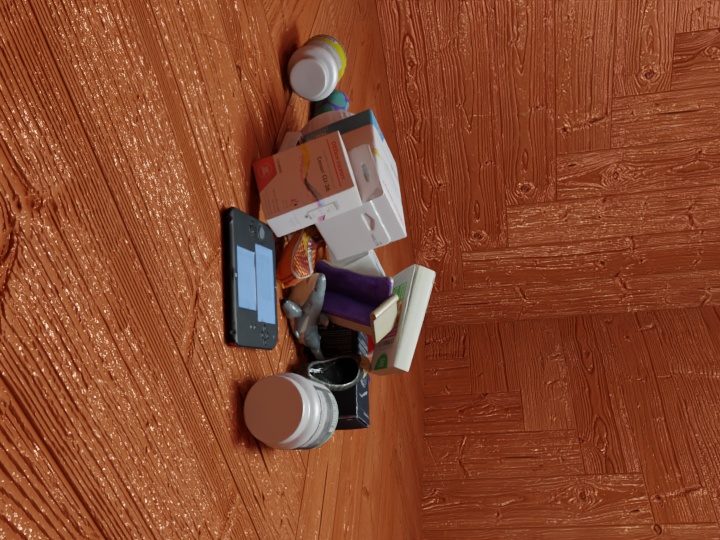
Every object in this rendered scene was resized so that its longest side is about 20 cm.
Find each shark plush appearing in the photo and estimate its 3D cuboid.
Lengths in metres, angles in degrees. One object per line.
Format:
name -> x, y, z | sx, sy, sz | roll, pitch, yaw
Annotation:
shark plush -> -0.090, 0.101, 1.409 | 0.091, 0.081, 0.206 | -68, 151, -71

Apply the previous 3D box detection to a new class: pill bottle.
pill bottle -> -0.092, -0.422, 1.575 | 0.201, 0.106, 0.112 | -74, 157, -63
pill bottle -> -0.107, 0.220, 1.173 | 0.200, 0.110, 0.116 | 51, 36, -73

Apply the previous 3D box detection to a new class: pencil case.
pencil case -> -0.069, -0.322, 1.735 | 0.093, 0.083, 0.204 | 48, 36, -48

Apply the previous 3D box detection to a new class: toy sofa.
toy sofa -> -0.028, 0.055, 1.433 | 0.082, 0.196, 0.100 | -35, 130, -44

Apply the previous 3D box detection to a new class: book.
book -> 0.077, 0.102, 1.482 | 0.133, 0.047, 0.205 | -27, -135, 65

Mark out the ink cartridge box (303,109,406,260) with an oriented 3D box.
ink cartridge box -> -0.012, -0.156, 1.387 | 0.148, 0.143, 0.203 | 58, 19, -46

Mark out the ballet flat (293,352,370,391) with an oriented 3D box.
ballet flat -> -0.047, 0.196, 1.432 | 0.197, 0.056, 0.068 | -8, 77, -47

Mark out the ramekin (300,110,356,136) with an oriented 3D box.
ramekin -> -0.046, -0.229, 1.531 | 0.096, 0.197, 0.205 | -102, 178, -46

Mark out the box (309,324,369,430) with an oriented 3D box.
box -> -0.043, 0.220, 1.576 | 0.148, 0.101, 0.205 | 62, 25, -67

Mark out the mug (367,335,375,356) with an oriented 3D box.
mug -> 0.001, 0.115, 1.938 | 0.135, 0.175, 0.201 | -58, -176, 28

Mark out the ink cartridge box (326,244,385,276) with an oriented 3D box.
ink cartridge box -> 0.000, 0.000, 1.592 | 0.148, 0.082, 0.202 | -109, 174, -46

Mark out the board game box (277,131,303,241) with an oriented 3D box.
board game box -> -0.121, -0.143, 1.440 | 0.203, 0.034, 0.128 | 75, 23, -45

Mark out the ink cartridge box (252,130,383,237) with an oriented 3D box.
ink cartridge box -> -0.070, -0.150, 1.249 | 0.068, 0.195, 0.119 | 62, 9, -64

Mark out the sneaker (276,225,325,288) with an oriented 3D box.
sneaker -> -0.108, -0.050, 1.383 | 0.074, 0.076, 0.201 | 52, 37, -20

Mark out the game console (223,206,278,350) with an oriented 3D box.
game console -> -0.166, 0.018, 1.159 | 0.177, 0.030, 0.206 | 39, 46, -77
